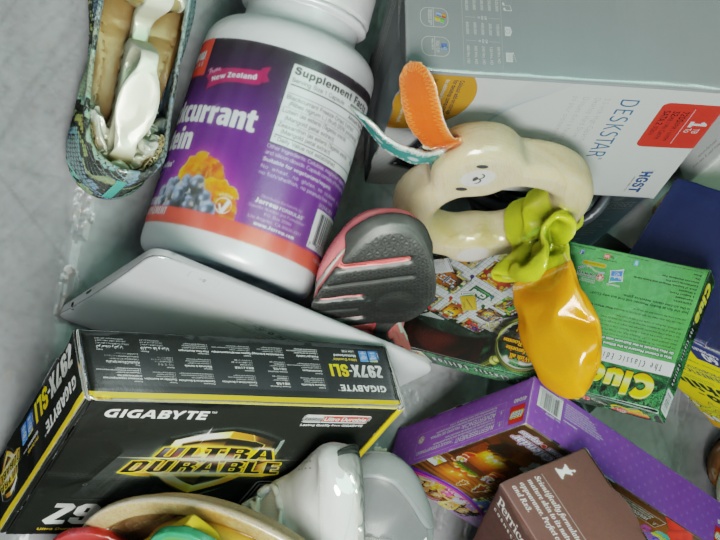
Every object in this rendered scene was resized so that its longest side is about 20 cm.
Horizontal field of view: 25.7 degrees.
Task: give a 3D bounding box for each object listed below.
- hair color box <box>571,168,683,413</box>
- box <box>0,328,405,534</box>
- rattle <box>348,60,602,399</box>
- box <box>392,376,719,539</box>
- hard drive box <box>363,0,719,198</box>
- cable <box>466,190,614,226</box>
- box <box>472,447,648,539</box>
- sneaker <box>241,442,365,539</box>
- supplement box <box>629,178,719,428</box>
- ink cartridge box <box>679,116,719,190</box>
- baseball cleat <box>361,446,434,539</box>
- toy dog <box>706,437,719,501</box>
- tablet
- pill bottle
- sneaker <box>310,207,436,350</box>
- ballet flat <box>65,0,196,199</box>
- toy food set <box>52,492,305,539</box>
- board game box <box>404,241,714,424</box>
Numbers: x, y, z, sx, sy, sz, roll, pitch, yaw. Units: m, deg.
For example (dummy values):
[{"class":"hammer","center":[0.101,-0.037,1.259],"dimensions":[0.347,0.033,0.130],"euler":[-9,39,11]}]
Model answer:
[{"class":"hair color box","center":[0.193,0.004,1.155],"dimensions":[0.200,0.061,0.099],"euler":[-39,109,-25]},{"class":"box","center":[-0.099,0.100,0.935],"dimensions":[0.200,0.160,0.049],"euler":[5,54,-30]},{"class":"rattle","center":[0.069,-0.018,0.938],"dimensions":[0.200,0.130,0.143],"euler":[43,52,-63]},{"class":"box","center":[0.138,0.152,1.079],"dimensions":[0.200,0.137,0.039],"euler":[34,52,-25]},{"class":"hard drive box","center":[0.111,-0.115,0.986],"dimensions":[0.200,0.156,0.077],"euler":[2,68,-8]},{"class":"cable","center":[0.122,-0.120,1.094],"dimensions":[0.163,0.051,0.200],"euler":[31,67,-11]},{"class":"box","center":[0.118,0.215,1.024],"dimensions":[0.075,0.200,0.100],"euler":[-17,57,-26]},{"class":"sneaker","center":[-0.055,0.169,0.952],"dimensions":[0.087,0.200,0.075],"euler":[14,45,-19]},{"class":"supplement box","center":[0.276,0.042,1.107],"dimensions":[0.200,0.109,0.110],"euler":[41,78,-43]},{"class":"ink cartridge box","center":[0.274,-0.154,1.170],"dimensions":[0.116,0.067,0.200],"euler":[6,56,-30]},{"class":"baseball cleat","center":[0.007,0.215,0.994],"dimensions":[0.070,0.106,0.200],"euler":[5,118,5]},{"class":"toy dog","center":[0.296,0.216,1.179],"dimensions":[0.194,0.139,0.200],"euler":[40,58,-31]},{"class":"tablet","center":[-0.071,0.043,0.967],"dimensions":[0.200,0.130,0.014],"euler":[24,60,-28]},{"class":"pill bottle","center":[-0.056,-0.091,0.983],"dimensions":[0.111,0.111,0.200],"euler":[22,79,-28]},{"class":"sneaker","center":[0.000,0.000,0.984],"dimensions":[0.074,0.200,0.087],"euler":[-3,64,-7]},{"class":"ballet flat","center":[-0.132,-0.142,0.963],"dimensions":[0.074,0.074,0.200],"euler":[8,86,-30]},{"class":"toy food set","center":[-0.087,0.205,0.926],"dimensions":[0.198,0.200,0.049],"euler":[43,44,-15]},{"class":"board game box","center":[0.122,0.028,1.043],"dimensions":[0.105,0.200,0.023],"euler":[-64,149,-20]}]
